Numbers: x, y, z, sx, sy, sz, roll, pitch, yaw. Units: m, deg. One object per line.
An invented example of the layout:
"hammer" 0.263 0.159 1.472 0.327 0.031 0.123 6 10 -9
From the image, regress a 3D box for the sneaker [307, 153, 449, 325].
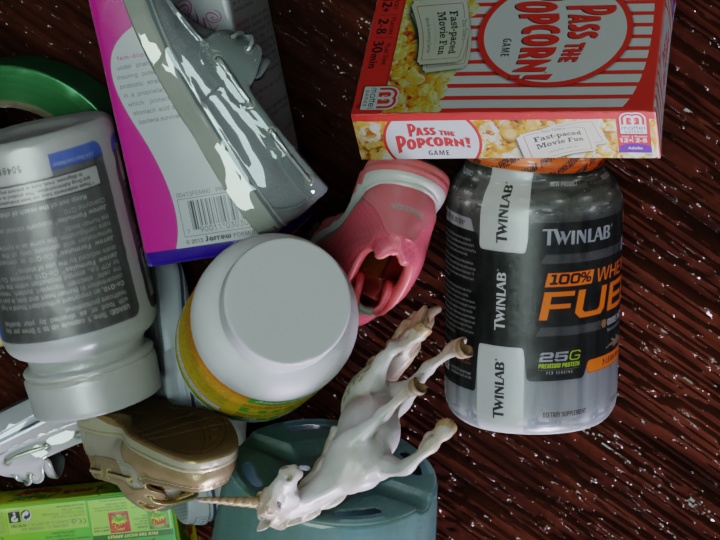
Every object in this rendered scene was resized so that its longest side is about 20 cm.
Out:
"sneaker" 0.000 0.000 1.541 0.074 0.087 0.200 17 148 -7

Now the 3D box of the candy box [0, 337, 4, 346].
"candy box" -0.317 -0.039 1.617 0.115 0.055 0.201 -8 103 16

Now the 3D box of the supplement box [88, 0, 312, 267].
"supplement box" -0.111 -0.117 1.571 0.101 0.103 0.201 -8 104 15

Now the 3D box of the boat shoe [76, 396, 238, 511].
"boat shoe" -0.139 0.134 1.567 0.074 0.200 0.069 -11 102 -26

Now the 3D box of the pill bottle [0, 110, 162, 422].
"pill bottle" -0.207 -0.003 1.568 0.113 0.114 0.201 -9 102 16

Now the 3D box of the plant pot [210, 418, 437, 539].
"plant pot" -0.030 0.223 1.575 0.200 0.200 0.197 11 114 11

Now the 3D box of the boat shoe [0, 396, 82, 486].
"boat shoe" -0.249 0.131 1.684 0.200 0.074 0.067 -30 93 18

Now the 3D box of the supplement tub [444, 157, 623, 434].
"supplement tub" 0.119 0.002 1.535 0.122 0.123 0.201 3 106 13

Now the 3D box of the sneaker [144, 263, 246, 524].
"sneaker" -0.119 0.085 1.650 0.071 0.073 0.201 -10 91 -24

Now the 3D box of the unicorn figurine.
"unicorn figurine" 0.002 0.105 1.470 0.137 0.200 0.074 -38 92 30

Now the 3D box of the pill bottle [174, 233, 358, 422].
"pill bottle" -0.062 0.037 1.496 0.111 0.200 0.112 2 80 -9

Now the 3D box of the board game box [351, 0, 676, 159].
"board game box" 0.105 -0.142 1.488 0.199 0.152 0.046 0 138 13

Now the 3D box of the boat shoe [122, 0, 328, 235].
"boat shoe" -0.089 -0.122 1.484 0.071 0.070 0.201 -31 96 0

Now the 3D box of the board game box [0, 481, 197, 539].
"board game box" -0.225 0.218 1.704 0.199 0.048 0.102 -7 98 11

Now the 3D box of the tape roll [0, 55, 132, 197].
"tape roll" -0.250 -0.056 1.650 0.200 0.048 0.201 3 105 13
